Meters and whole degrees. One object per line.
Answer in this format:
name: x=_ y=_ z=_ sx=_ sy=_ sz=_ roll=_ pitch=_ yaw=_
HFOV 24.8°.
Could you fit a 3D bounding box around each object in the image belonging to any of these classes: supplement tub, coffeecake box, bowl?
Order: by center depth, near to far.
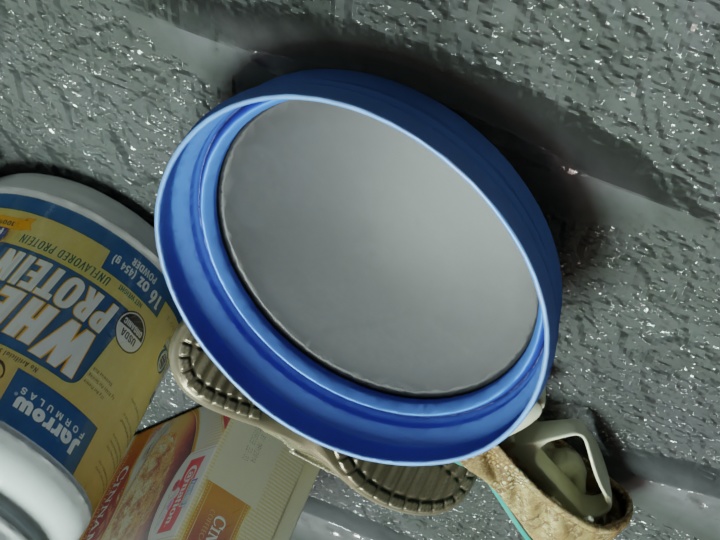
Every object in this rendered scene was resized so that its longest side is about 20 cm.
bowl: x=0.000 y=0.000 z=0.752 sx=0.199 sy=0.039 sz=0.202 roll=17 pitch=130 yaw=20
supplement tub: x=-0.190 y=0.064 z=0.891 sx=0.143 sy=0.201 sz=0.145 roll=18 pitch=150 yaw=11
coffeecake box: x=-0.123 y=0.176 z=1.064 sx=0.073 sy=0.154 sz=0.200 roll=36 pitch=149 yaw=-19

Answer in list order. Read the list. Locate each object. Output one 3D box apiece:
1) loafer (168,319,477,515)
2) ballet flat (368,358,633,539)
loafer: x=-0.019 y=0.069 z=0.904 sx=0.199 sy=0.076 sz=0.068 roll=31 pitch=-179 yaw=-22
ballet flat: x=0.082 y=0.084 z=0.871 sx=0.065 sy=0.071 sz=0.200 roll=-28 pitch=129 yaw=23
